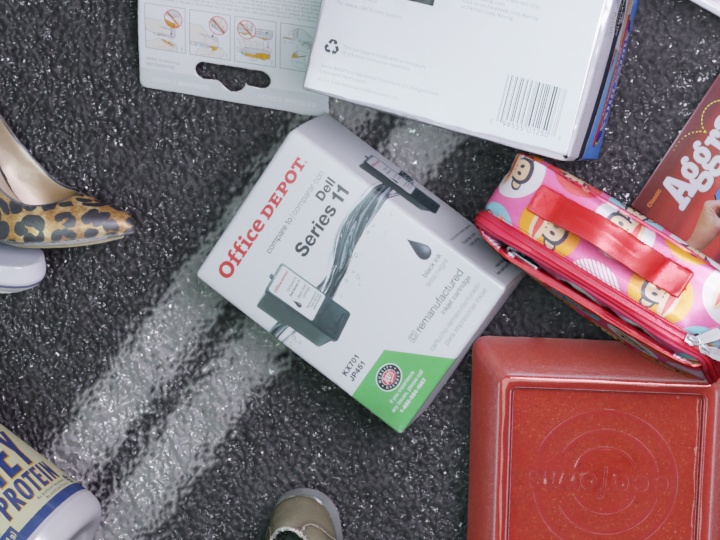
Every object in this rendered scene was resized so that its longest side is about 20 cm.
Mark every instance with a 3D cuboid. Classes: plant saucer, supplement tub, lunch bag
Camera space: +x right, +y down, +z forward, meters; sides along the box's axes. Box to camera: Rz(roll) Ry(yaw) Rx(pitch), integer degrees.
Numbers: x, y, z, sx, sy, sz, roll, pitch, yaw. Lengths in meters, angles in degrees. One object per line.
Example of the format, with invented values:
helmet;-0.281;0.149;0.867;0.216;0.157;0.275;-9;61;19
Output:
plant saucer;0.179;0.153;1.555;0.199;0.037;0.200;2;102;5
supplement tub;-0.324;0.185;1.683;0.200;0.145;0.145;36;109;7
lunch bag;0.180;-0.004;1.463;0.200;0.176;0.082;32;88;15

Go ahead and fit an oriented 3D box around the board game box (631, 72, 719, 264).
board game box;0.288;-0.098;1.494;0.103;0.019;0.200;38;109;18

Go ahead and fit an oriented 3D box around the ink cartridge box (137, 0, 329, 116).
ink cartridge box;-0.087;-0.226;1.593;0.162;0.050;0.200;10;121;15

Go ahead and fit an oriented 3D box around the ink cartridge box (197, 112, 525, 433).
ink cartridge box;0.000;0.000;1.577;0.200;0.083;0.147;37;109;7

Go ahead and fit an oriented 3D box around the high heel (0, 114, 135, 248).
high heel;-0.265;-0.094;1.649;0.200;0.071;0.143;8;105;22

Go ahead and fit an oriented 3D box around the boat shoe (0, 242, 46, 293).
boat shoe;-0.342;0.004;1.697;0.200;0.071;0.070;7;112;18

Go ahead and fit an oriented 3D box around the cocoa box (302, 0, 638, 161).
cocoa box;0.081;-0.164;1.488;0.200;0.131;0.134;16;96;14

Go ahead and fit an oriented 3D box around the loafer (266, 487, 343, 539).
loafer;-0.041;0.274;1.652;0.075;0.070;0.200;-11;97;19

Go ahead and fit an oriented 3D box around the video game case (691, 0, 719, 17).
video game case;0.240;-0.282;1.441;0.200;0.024;0.182;28;100;-5
